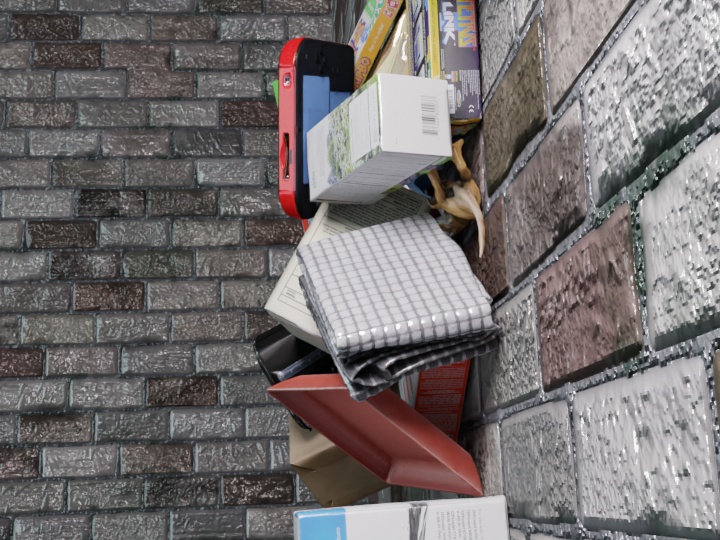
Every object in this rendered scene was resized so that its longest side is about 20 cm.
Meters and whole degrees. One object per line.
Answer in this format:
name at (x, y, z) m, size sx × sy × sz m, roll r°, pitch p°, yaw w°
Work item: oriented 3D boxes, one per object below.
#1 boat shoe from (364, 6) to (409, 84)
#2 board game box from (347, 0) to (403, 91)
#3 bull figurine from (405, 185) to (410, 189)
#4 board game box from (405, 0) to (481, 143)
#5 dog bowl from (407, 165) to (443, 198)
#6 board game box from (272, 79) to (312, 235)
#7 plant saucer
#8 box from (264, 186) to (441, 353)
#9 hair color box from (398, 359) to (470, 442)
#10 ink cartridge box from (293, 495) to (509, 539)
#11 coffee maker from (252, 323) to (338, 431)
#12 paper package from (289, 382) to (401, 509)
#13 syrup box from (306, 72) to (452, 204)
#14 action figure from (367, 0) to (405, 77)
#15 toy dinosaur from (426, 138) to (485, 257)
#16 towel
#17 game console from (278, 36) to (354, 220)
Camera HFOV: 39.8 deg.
boat shoe at (0.059, -0.262, 1.213) m, size 0.202 × 0.064 × 0.072 m, roll -64°, pitch 8°, yaw -17°
board game box at (0.012, -0.300, 1.265) m, size 0.096 × 0.029 × 0.202 m, roll -91°, pitch 22°, yaw -51°
bull figurine at (0.056, -0.035, 1.320) m, size 0.122 × 0.065 × 0.201 m, roll 51°, pitch 155°, yaw 12°
board game box at (0.088, -0.244, 1.088) m, size 0.165 × 0.056 × 0.204 m, roll 128°, pitch 140°, yaw -85°
dog bowl at (0.074, -0.161, 1.296) m, size 0.201 × 0.049 × 0.113 m, roll 99°, pitch 169°, yaw -65°
board game box at (-0.050, -0.155, 1.299) m, size 0.153 × 0.040 × 0.204 m, roll -41°, pitch -59°, yaw -68°
plant saucer at (0.018, 0.171, 1.079) m, size 0.199 × 0.199 × 0.037 m, roll -13°, pitch 41°, yaw 59°
box at (0.000, 0.000, 1.165) m, size 0.202 × 0.126 × 0.109 m, roll -61°, pitch -23°, yaw -10°
hair color box at (0.085, 0.100, 1.140) m, size 0.112 × 0.063 × 0.202 m, roll -97°, pitch 9°, yaw -50°
ink cartridge box at (0.036, 0.270, 0.967) m, size 0.145 × 0.196 × 0.085 m, roll 111°, pitch 155°, yaw -75°
coffee maker at (-0.036, 0.075, 1.284) m, size 0.194 × 0.198 × 0.135 m, roll 61°, pitch -178°, yaw 21°
paper package at (0.001, 0.198, 1.352) m, size 0.104 × 0.188 × 0.201 m, roll 58°, pitch -168°, yaw -27°
syrup box at (0.014, -0.131, 1.033) m, size 0.200 × 0.080 × 0.080 m, roll 155°, pitch 114°, yaw -65°
action figure at (0.046, -0.261, 1.338) m, size 0.119 × 0.100 × 0.204 m, roll 161°, pitch 123°, yaw -82°
toy dinosaur at (0.106, -0.074, 1.016) m, size 0.107 × 0.060 × 0.200 m, roll 61°, pitch 179°, yaw -1°
towel at (0.033, 0.032, 0.995) m, size 0.201 × 0.163 × 0.087 m, roll -119°, pitch 20°, yaw -54°
game console at (-0.045, -0.167, 1.173) m, size 0.176 × 0.031 × 0.204 m, roll -17°, pitch -70°, yaw -63°
